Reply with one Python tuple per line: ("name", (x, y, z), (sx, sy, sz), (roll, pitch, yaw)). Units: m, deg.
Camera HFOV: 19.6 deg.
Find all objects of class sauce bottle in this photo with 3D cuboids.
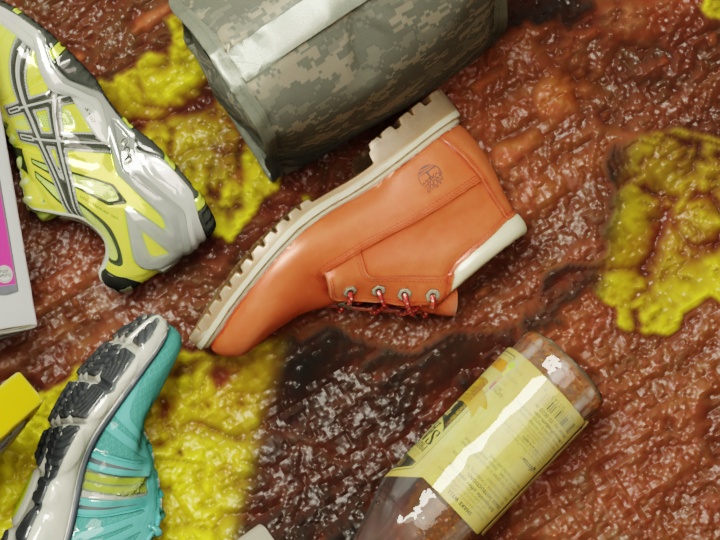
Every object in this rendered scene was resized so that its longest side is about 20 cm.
("sauce bottle", (0.048, 0.123, 1.164), (0.200, 0.066, 0.066), (-45, 88, -7))

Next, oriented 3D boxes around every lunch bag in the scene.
("lunch bag", (-0.010, -0.141, 1.116), (0.163, 0.200, 0.118), (-32, 88, -4))

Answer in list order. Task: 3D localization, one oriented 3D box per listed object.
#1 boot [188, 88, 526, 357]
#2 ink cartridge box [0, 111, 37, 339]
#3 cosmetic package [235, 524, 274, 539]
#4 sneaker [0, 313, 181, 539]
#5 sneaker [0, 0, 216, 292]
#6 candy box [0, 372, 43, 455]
("boot", (0.000, 0.000, 1.171), (0.199, 0.075, 0.108), (-38, 93, -6))
("ink cartridge box", (-0.228, -0.057, 1.151), (0.037, 0.094, 0.202), (-10, 86, -35))
("cosmetic package", (-0.103, 0.232, 1.091), (0.199, 0.071, 0.106), (-28, 76, -39))
("sneaker", (-0.144, 0.121, 1.163), (0.079, 0.077, 0.202), (23, 89, -20))
("sneaker", (-0.172, -0.074, 1.166), (0.076, 0.075, 0.200), (-44, 87, -6))
("candy box", (-0.254, 0.137, 1.092), (0.026, 0.102, 0.200), (47, 59, -2))
